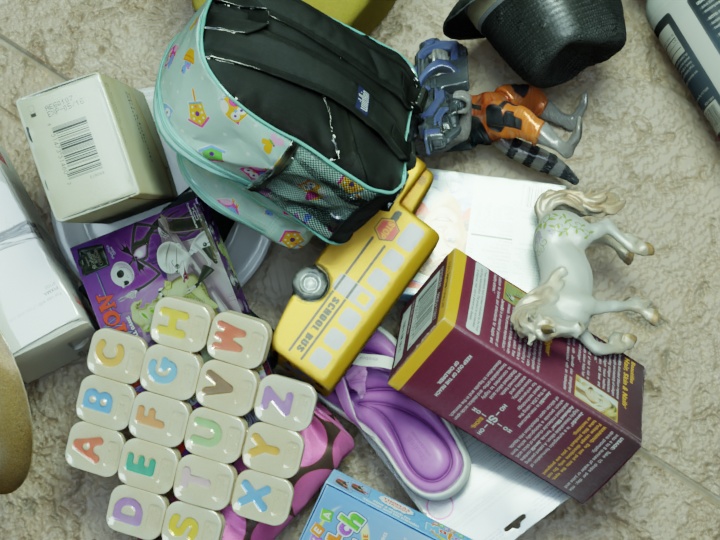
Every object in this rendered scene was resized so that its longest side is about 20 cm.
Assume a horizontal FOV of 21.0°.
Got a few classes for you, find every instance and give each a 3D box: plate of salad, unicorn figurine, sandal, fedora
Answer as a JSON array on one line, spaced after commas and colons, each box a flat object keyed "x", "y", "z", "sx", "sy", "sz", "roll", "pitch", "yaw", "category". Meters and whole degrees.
[{"x": -0.170, "y": -0.060, "z": 1.692, "sx": 0.199, "sy": 0.048, "sz": 0.201, "roll": 0, "pitch": 91, "yaw": 4, "category": "plate of salad"}, {"x": 0.179, "y": 0.014, "z": 1.592, "sx": 0.137, "sy": 0.074, "sz": 0.200, "roll": 13, "pitch": 41, "yaw": -23, "category": "unicorn figurine"}, {"x": 0.018, "y": 0.104, "z": 1.622, "sx": 0.082, "sy": 0.050, "sz": 0.203, "roll": -46, "pitch": 71, "yaw": 0, "category": "sandal"}, {"x": 0.167, "y": -0.211, "z": 1.644, "sx": 0.200, "sy": 0.201, "sz": 0.092, "roll": -25, "pitch": 82, "yaw": -5, "category": "fedora"}]

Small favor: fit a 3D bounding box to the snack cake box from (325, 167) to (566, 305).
[{"x": 0.072, "y": -0.025, "z": 1.677, "sx": 0.199, "sy": 0.067, "sz": 0.115, "roll": 8, "pitch": 81, "yaw": 1, "category": "snack cake box"}]

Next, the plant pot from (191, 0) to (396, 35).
[{"x": -0.047, "y": -0.284, "z": 1.669, "sx": 0.195, "sy": 0.194, "sz": 0.201, "roll": 22, "pitch": 92, "yaw": 4, "category": "plant pot"}]

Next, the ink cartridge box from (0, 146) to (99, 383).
[{"x": -0.302, "y": -0.015, "z": 1.633, "sx": 0.083, "sy": 0.147, "sz": 0.200, "roll": -29, "pitch": 81, "yaw": -4, "category": "ink cartridge box"}]

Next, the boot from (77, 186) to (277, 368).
[{"x": -0.122, "y": 0.018, "z": 1.633, "sx": 0.198, "sy": 0.073, "sz": 0.163, "roll": -43, "pitch": 92, "yaw": 5, "category": "boot"}]

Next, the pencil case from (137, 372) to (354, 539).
[{"x": -0.102, "y": 0.186, "z": 1.630, "sx": 0.200, "sy": 0.091, "sz": 0.094, "roll": -49, "pitch": 114, "yaw": -8, "category": "pencil case"}]

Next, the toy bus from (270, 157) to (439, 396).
[{"x": 0.000, "y": 0.000, "z": 1.602, "sx": 0.078, "sy": 0.065, "sz": 0.200, "roll": 35, "pitch": 79, "yaw": 5, "category": "toy bus"}]

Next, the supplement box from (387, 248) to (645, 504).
[{"x": 0.131, "y": 0.087, "z": 1.598, "sx": 0.200, "sy": 0.110, "sz": 0.086, "roll": 32, "pitch": 122, "yaw": -12, "category": "supplement box"}]

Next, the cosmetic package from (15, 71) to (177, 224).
[{"x": -0.210, "y": -0.095, "z": 1.570, "sx": 0.073, "sy": 0.200, "sz": 0.104, "roll": -19, "pitch": 91, "yaw": 4, "category": "cosmetic package"}]

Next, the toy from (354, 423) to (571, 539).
[{"x": 0.077, "y": 0.147, "z": 1.656, "sx": 0.115, "sy": 0.047, "sz": 0.200, "roll": -36, "pitch": 76, "yaw": -6, "category": "toy"}]

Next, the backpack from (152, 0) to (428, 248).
[{"x": -0.068, "y": -0.129, "z": 1.539, "sx": 0.200, "sy": 0.153, "sz": 0.176, "roll": 35, "pitch": 44, "yaw": -24, "category": "backpack"}]

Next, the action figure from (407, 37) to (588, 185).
[{"x": 0.094, "y": -0.118, "z": 1.665, "sx": 0.193, "sy": 0.200, "sz": 0.105, "roll": 5, "pitch": 122, "yaw": 8, "category": "action figure"}]

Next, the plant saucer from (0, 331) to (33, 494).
[{"x": -0.340, "y": 0.097, "z": 1.592, "sx": 0.035, "sy": 0.200, "sz": 0.201, "roll": -24, "pitch": 79, "yaw": -37, "category": "plant saucer"}]

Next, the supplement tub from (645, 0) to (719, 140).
[{"x": 0.334, "y": -0.207, "z": 1.673, "sx": 0.140, "sy": 0.140, "sz": 0.200, "roll": -29, "pitch": 82, "yaw": -5, "category": "supplement tub"}]

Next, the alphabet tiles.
[{"x": -0.139, "y": 0.126, "z": 1.569, "sx": 0.195, "sy": 0.015, "sz": 0.201, "roll": 16, "pitch": 97, "yaw": 12, "category": "alphabet tiles"}]

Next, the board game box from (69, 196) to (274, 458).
[{"x": -0.147, "y": 0.053, "z": 1.590, "sx": 0.120, "sy": 0.032, "sz": 0.201, "roll": -21, "pitch": 93, "yaw": 16, "category": "board game box"}]

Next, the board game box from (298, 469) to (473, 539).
[{"x": 0.034, "y": 0.275, "z": 1.605, "sx": 0.200, "sy": 0.037, "sz": 0.152, "roll": 26, "pitch": 110, "yaw": 4, "category": "board game box"}]
